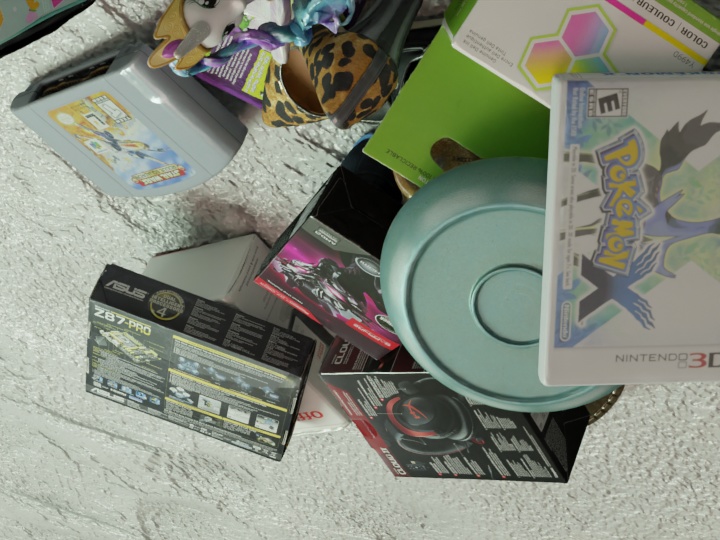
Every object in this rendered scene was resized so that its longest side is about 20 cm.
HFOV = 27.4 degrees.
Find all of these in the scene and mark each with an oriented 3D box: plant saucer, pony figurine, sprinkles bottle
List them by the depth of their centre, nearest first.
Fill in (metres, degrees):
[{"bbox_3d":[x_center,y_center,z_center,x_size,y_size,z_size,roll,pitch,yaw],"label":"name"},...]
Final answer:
[{"bbox_3d":[-0.051,-0.206,0.906,0.199,0.193,0.167,-33,118,8],"label":"pony figurine"},{"bbox_3d":[0.107,0.019,0.991,0.198,0.027,0.201,7,123,11],"label":"plant saucer"},{"bbox_3d":[0.069,-0.045,1.109,0.068,0.069,0.200,12,165,13],"label":"sprinkles bottle"}]

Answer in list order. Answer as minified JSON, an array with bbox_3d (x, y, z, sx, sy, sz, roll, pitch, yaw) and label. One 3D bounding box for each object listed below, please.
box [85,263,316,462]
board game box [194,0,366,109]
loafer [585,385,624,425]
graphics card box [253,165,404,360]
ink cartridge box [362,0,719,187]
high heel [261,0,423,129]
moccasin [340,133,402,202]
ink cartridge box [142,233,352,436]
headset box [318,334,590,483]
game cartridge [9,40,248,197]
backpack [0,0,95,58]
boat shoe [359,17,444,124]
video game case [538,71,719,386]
[{"bbox_3d":[-0.148,0.087,1.326,0.199,0.049,0.162,20,146,3],"label":"box"},{"bbox_3d":[-0.064,-0.194,1.067,0.119,0.032,0.200,22,145,-10],"label":"board game box"},{"bbox_3d":[0.156,0.117,1.343,0.076,0.068,0.200,36,127,-27],"label":"loafer"},{"bbox_3d":[0.000,0.000,1.115,0.125,0.051,0.200,33,159,-7],"label":"graphics card box"},{"bbox_3d":[0.114,-0.115,0.947,0.147,0.076,0.201,29,105,-12],"label":"ink cartridge box"},{"bbox_3d":[-0.036,-0.117,1.005,0.071,0.143,0.200,38,140,-15],"label":"high heel"},{"bbox_3d":[-0.013,-0.034,1.218,0.080,0.069,0.201,18,147,4],"label":"moccasin"},{"bbox_3d":[-0.105,0.068,1.392,0.145,0.085,0.200,-11,133,37],"label":"ink cartridge box"},{"bbox_3d":[0.071,0.105,1.248,0.199,0.075,0.149,-4,135,37],"label":"headset box"},{"bbox_3d":[-0.187,-0.116,1.204,0.199,0.042,0.133,-9,133,48],"label":"game cartridge"},{"bbox_3d":[-0.286,-0.213,1.004,0.175,0.200,0.154,4,126,26],"label":"backpack"},{"bbox_3d":[0.051,-0.132,1.055,0.198,0.066,0.075,-9,137,36],"label":"boat shoe"},{"bbox_3d":[0.206,-0.024,0.929,0.181,0.022,0.202,-1,108,-5],"label":"video game case"}]
